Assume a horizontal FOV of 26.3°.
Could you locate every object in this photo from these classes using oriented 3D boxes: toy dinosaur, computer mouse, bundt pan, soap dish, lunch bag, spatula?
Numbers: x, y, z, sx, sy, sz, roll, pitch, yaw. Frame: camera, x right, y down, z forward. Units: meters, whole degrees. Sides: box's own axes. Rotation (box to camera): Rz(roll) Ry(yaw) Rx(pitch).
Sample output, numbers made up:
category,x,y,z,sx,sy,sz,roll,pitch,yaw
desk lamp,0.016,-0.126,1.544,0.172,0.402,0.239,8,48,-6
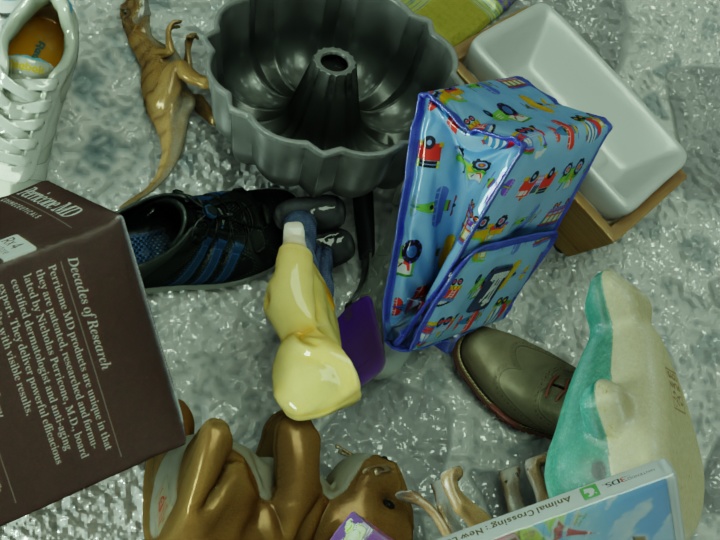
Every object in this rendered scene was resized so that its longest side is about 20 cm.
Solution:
category,x,y,z,sx,sy,sz,roll,pitch,yaw
toy dinosaur,-0.147,-0.131,1.223,0.105,0.061,0.202,-12,62,-1
computer mouse,0.008,-0.120,1.274,0.199,0.034,0.059,29,68,-11
bundt pan,-0.025,-0.131,1.175,0.199,0.076,0.203,7,46,-7
soap dish,0.161,-0.114,1.260,0.200,0.081,0.157,48,39,5
lunch bag,0.084,-0.030,1.137,0.094,0.202,0.150,30,25,25
spatula,0.000,0.000,1.204,0.020,0.056,0.202,23,48,-26

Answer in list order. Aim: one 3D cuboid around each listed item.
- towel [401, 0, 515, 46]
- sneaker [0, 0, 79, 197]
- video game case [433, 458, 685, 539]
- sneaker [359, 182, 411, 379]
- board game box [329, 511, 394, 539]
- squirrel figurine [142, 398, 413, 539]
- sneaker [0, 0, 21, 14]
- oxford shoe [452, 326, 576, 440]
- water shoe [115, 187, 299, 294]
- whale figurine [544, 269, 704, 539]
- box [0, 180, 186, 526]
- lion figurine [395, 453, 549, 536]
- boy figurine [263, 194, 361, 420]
category,x,y,z,sx,sy,sz,roll,pitch,yaw
towel,0.084,-0.285,1.363,0.200,0.023,0.144,-40,83,-26
sneaker,-0.262,-0.119,1.162,0.076,0.081,0.202,13,67,-13
video game case,0.137,0.230,1.043,0.180,0.201,0.022,-19,37,-4
sneaker,0.057,0.000,1.217,0.080,0.076,0.202,33,69,-30
board game box,0.017,0.251,1.034,0.120,0.200,0.032,-48,45,-2
squirrel figurine,-0.057,0.198,1.085,0.185,0.141,0.202,15,79,-21
sneaker,-0.287,-0.313,1.230,0.074,0.087,0.202,-11,71,-18
oxford shoe,0.165,0.099,1.203,0.199,0.075,0.071,32,64,-2
water shoe,-0.125,-0.025,1.165,0.198,0.079,0.072,-17,74,-22
whale figurine,0.180,0.106,1.108,0.103,0.159,0.202,-14,72,25
box,-0.250,0.059,1.016,0.199,0.166,0.166,-23,111,-23
lion figurine,0.111,0.202,1.123,0.199,0.072,0.124,-2,71,-42
boy figurine,-0.035,0.025,1.105,0.064,0.125,0.201,-11,35,4
